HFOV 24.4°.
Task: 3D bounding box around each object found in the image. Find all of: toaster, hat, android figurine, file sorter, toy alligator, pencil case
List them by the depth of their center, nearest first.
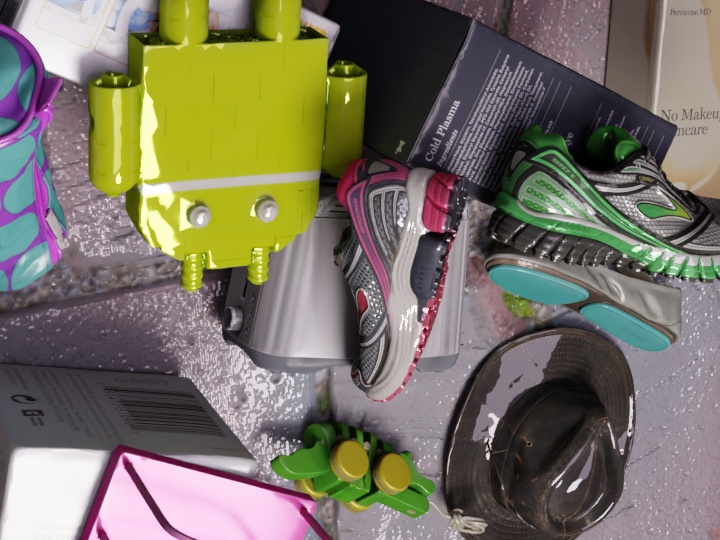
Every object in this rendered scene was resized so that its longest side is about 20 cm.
[{"bbox_3d":[-0.105,0.234,1.004,0.138,0.125,0.201,18,98,-26],"label":"file sorter"},{"bbox_3d":[-0.223,-0.065,1.012,0.092,0.200,0.086,16,65,1],"label":"pencil case"},{"bbox_3d":[-0.083,-0.084,1.035,0.181,0.041,0.202,-4,112,-25],"label":"android figurine"},{"bbox_3d":[0.000,0.000,1.187,0.199,0.114,0.130,1,103,-26],"label":"toaster"},{"bbox_3d":[0.017,0.154,1.280,0.199,0.059,0.055,20,56,-30],"label":"toy alligator"},{"bbox_3d":[0.162,0.150,1.333,0.199,0.081,0.202,-8,108,-24],"label":"hat"}]

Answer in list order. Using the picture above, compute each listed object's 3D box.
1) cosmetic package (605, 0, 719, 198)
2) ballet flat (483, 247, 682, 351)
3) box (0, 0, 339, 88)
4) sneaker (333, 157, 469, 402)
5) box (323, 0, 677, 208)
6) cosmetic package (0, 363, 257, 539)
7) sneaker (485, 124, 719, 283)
[{"bbox_3d":[0.247,-0.118,1.297,0.104,0.071,0.202,-7,109,-24],"label":"cosmetic package"},{"bbox_3d":[0.177,0.005,1.316,0.199,0.067,0.064,24,67,-31],"label":"ballet flat"},{"bbox_3d":[-0.132,-0.159,1.068,0.199,0.112,0.102,21,98,-31],"label":"box"},{"bbox_3d":[0.017,0.003,1.066,0.074,0.081,0.201,17,136,7],"label":"sneaker"},{"bbox_3d":[0.079,-0.108,1.141,0.181,0.200,0.105,21,97,-31],"label":"box"},{"bbox_3d":[-0.184,0.186,1.119,0.164,0.165,0.202,6,103,-24],"label":"cosmetic package"},{"bbox_3d":[0.179,-0.043,1.052,0.199,0.078,0.086,7,102,-28],"label":"sneaker"}]
